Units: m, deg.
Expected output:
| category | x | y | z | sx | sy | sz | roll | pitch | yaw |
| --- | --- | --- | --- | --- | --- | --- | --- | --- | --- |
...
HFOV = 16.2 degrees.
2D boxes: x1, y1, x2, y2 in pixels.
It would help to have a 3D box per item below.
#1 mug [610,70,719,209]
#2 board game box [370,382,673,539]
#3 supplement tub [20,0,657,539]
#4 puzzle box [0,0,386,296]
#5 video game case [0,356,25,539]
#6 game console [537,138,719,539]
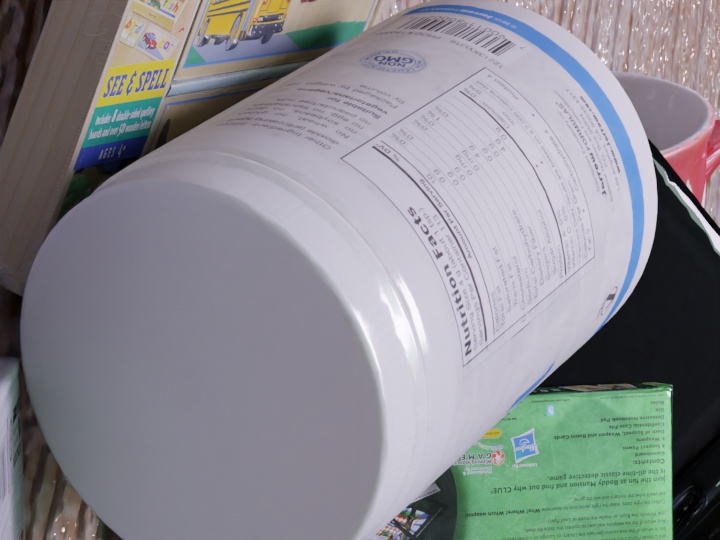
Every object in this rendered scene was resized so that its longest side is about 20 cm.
| category | x | y | z | sx | sy | sz | roll | pitch | yaw |
| --- | --- | --- | --- | --- | --- | --- | --- | --- | --- |
| mug | 0.106 | 0.029 | 1.070 | 0.134 | 0.176 | 0.202 | -105 | -170 | -69 |
| board game box | 0.016 | 0.095 | 0.874 | 0.023 | 0.198 | 0.106 | -179 | -92 | -70 |
| supplement tub | 0.000 | 0.000 | 0.797 | 0.200 | 0.131 | 0.133 | -36 | 123 | -53 |
| puzzle box | -0.047 | -0.069 | 0.821 | 0.200 | 0.025 | 0.134 | -20 | 134 | -64 |
| video game case | -0.102 | 0.131 | 0.698 | 0.143 | 0.018 | 0.202 | -145 | -127 | -84 |
| game console | 0.075 | 0.079 | 0.970 | 0.200 | 0.116 | 0.176 | -42 | 156 | -13 |
